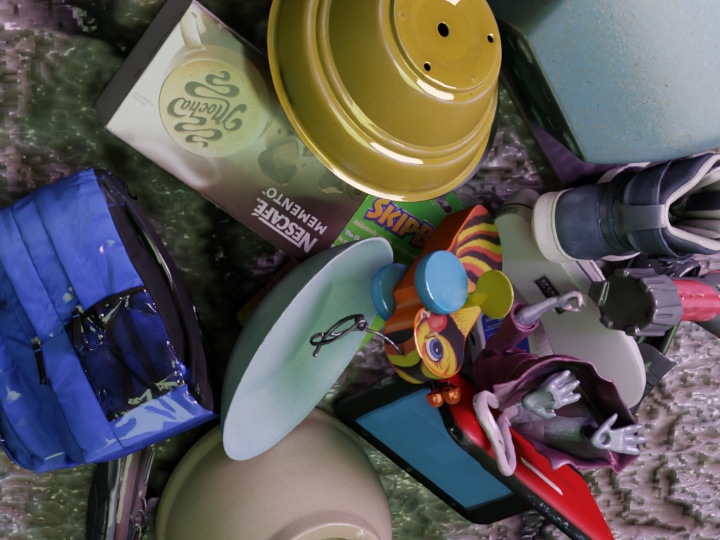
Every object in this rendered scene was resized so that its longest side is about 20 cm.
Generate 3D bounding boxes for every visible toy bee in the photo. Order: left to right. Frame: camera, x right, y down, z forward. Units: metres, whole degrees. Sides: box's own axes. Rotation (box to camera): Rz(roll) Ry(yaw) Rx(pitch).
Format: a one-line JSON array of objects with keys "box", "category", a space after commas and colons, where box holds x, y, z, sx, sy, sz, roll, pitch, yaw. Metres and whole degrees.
[{"box": [0.049, 0.043, 1.064, 0.199, 0.131, 0.110, -35, 105, -21], "category": "toy bee"}]

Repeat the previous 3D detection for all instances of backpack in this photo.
[{"box": [-0.204, 0.037, 1.016, 0.166, 0.163, 0.202, -22, 85, -9], "category": "backpack"}]

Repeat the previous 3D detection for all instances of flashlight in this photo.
[{"box": [0.269, 0.028, 1.126, 0.068, 0.069, 0.199, -36, 157, 35], "category": "flashlight"}]

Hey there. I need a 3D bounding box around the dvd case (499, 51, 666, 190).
[{"box": [0.199, -0.162, 1.170, 0.148, 0.016, 0.201, -36, 113, -5], "category": "dvd case"}]

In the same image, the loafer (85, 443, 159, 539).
[{"box": [-0.183, 0.172, 1.137, 0.062, 0.072, 0.203, 3, 104, -22], "category": "loafer"}]

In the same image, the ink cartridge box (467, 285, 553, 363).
[{"box": [0.148, 0.074, 1.221, 0.098, 0.039, 0.202, -16, 113, -12], "category": "ink cartridge box"}]

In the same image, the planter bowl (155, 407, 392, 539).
[{"box": [-0.055, 0.229, 1.144, 0.198, 0.135, 0.203, -9, 113, -22], "category": "planter bowl"}]

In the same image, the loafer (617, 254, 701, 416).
[{"box": [0.234, 0.075, 1.202, 0.068, 0.070, 0.203, 27, 82, -46], "category": "loafer"}]

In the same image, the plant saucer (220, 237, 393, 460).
[{"box": [-0.050, 0.051, 1.065, 0.039, 0.201, 0.202, 35, 97, 19], "category": "plant saucer"}]

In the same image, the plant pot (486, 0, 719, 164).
[{"box": [0.211, -0.189, 1.058, 0.199, 0.196, 0.197, -31, 113, 0], "category": "plant pot"}]

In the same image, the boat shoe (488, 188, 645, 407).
[{"box": [0.174, 0.022, 1.151, 0.072, 0.066, 0.201, -30, 104, 39], "category": "boat shoe"}]

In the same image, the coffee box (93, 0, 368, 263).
[{"box": [-0.087, -0.105, 1.065, 0.199, 0.080, 0.113, 36, 95, -24], "category": "coffee box"}]

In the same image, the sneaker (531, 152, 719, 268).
[{"box": [0.243, -0.049, 1.094, 0.201, 0.145, 0.078, -19, 97, -53], "category": "sneaker"}]

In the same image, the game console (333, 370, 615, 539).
[{"box": [0.091, 0.173, 1.154, 0.200, 0.173, 0.119, 40, 104, -24], "category": "game console"}]

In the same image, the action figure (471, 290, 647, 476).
[{"box": [0.131, 0.101, 1.085, 0.148, 0.200, 0.135, -24, 108, -15], "category": "action figure"}]

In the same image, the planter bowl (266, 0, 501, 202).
[{"box": [0.039, -0.158, 0.995, 0.198, 0.083, 0.203, 11, 70, -31], "category": "planter bowl"}]

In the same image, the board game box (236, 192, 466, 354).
[{"box": [0.000, 0.000, 1.157, 0.200, 0.030, 0.096, -44, 115, 3], "category": "board game box"}]

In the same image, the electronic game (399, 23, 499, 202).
[{"box": [0.024, -0.150, 1.060, 0.198, 0.041, 0.203, 11, 70, -31], "category": "electronic game"}]
